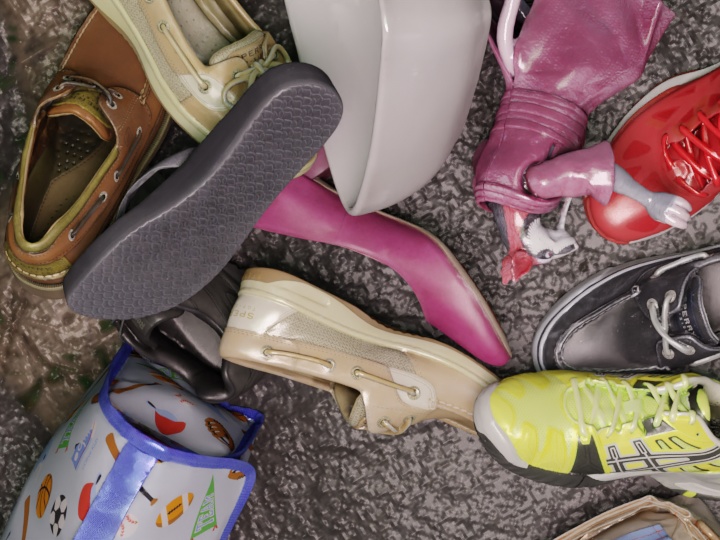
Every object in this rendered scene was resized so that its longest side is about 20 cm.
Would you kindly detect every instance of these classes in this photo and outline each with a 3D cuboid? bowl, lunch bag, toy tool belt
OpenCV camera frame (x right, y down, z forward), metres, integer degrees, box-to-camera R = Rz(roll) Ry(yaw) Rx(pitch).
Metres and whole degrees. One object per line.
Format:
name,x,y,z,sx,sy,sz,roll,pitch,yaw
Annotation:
bowl,0.015,-0.152,1.529,0.075,0.200,0.200,-7,59,-13
lunch bag,-0.142,0.150,1.592,0.124,0.200,0.170,29,98,0
toy tool belt,0.142,0.222,1.619,0.200,0.123,0.125,-38,94,9

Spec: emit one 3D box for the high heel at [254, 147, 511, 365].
high heel,0.000,0.000,1.621,0.096,0.067,0.200,-40,74,0

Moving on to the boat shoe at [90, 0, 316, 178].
boat shoe,-0.091,-0.140,1.585,0.201,0.073,0.063,52,133,7

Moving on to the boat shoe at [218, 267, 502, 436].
boat shoe,0.009,0.066,1.612,0.200,0.072,0.065,27,75,-20

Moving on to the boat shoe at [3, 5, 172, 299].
boat shoe,-0.155,-0.083,1.586,0.072,0.068,0.200,10,67,7

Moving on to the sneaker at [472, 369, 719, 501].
sneaker,0.161,0.083,1.591,0.200,0.076,0.075,5,56,-22

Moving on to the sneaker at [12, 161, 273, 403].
sneaker,-0.129,0.001,1.621,0.200,0.091,0.076,39,117,0

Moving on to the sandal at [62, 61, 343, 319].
sandal,-0.089,-0.044,1.541,0.200,0.076,0.043,-42,49,14

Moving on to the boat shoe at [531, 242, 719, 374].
boat shoe,0.196,0.025,1.615,0.200,0.068,0.072,-18,97,8

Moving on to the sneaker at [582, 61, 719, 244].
sneaker,0.211,-0.085,1.574,0.200,0.116,0.078,-43,93,8

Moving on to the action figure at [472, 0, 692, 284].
action figure,0.106,-0.089,1.556,0.149,0.134,0.200,29,68,-37
